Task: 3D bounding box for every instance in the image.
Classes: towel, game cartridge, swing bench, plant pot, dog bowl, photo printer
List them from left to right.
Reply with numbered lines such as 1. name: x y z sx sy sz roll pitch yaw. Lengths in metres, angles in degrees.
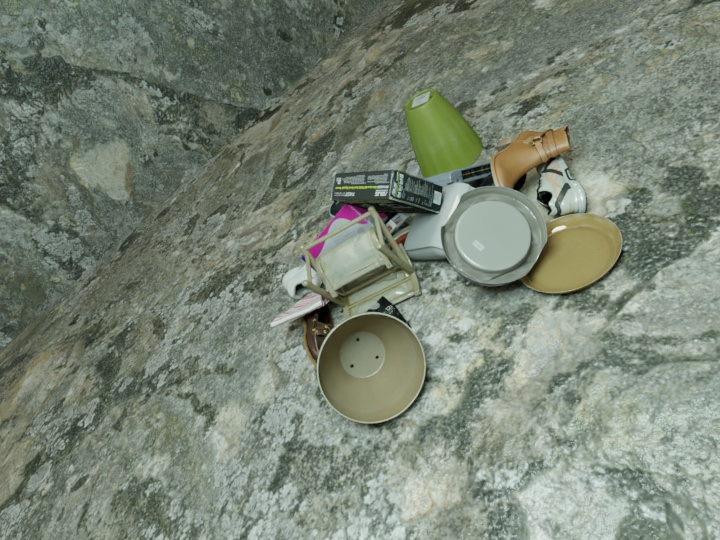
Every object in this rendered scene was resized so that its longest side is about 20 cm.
1. towel: -0.127 0.078 1.295 0.146 0.030 0.200 -27 4 18
2. swing bench: 0.000 0.000 1.185 0.198 0.200 0.130 -26 45 17
3. plant pot: 0.013 0.172 1.017 0.200 0.201 0.134 -41 7 -4
4. plant pot: 0.205 -0.383 1.443 0.186 0.200 0.188 -25 36 20
5. photo printer: 0.179 -0.105 1.176 0.167 0.069 0.200 -67 16 -8
6. game cartridge: 0.243 -0.226 1.272 0.199 0.041 0.133 -18 5 -32
7. dog bowl: 0.253 -0.061 1.024 0.198 0.059 0.202 -3 70 8
8. plant pot: 0.394 -0.029 1.009 0.199 0.028 0.201 -25 37 20

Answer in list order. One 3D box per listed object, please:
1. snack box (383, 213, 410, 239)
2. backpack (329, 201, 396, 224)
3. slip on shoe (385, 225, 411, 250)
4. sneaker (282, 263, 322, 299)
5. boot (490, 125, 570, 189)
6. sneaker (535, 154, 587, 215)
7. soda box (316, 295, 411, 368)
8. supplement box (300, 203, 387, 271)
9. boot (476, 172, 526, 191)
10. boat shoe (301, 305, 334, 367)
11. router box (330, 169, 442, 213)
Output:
1. snack box: 0.043 -0.072 1.288 0.072 0.024 0.200 -41 -3 -46
2. backpack: 0.011 -0.155 1.430 0.199 0.154 0.164 15 64 22
3. slip on shoe: 0.067 -0.035 1.298 0.200 0.061 0.074 -43 -5 -5
4. sneaker: -0.117 0.009 1.421 0.200 0.078 0.100 -43 39 11
5. boot: 0.360 -0.236 1.113 0.154 0.074 0.201 -8 45 30
6. sneaker: 0.404 -0.185 1.123 0.079 0.074 0.201 -13 37 5
7. soda box: 0.006 0.152 1.126 0.200 0.071 0.063 -43 33 -5
8. supplement box: -0.039 -0.081 1.302 0.200 0.101 0.103 -46 4 31
9. boot: 0.295 -0.136 1.179 0.199 0.076 0.169 -33 30 22
10. boat shoe: -0.092 0.145 1.225 0.070 0.070 0.200 -38 33 11
11. router box: 0.054 -0.167 1.143 0.199 0.149 0.063 8 90 50
